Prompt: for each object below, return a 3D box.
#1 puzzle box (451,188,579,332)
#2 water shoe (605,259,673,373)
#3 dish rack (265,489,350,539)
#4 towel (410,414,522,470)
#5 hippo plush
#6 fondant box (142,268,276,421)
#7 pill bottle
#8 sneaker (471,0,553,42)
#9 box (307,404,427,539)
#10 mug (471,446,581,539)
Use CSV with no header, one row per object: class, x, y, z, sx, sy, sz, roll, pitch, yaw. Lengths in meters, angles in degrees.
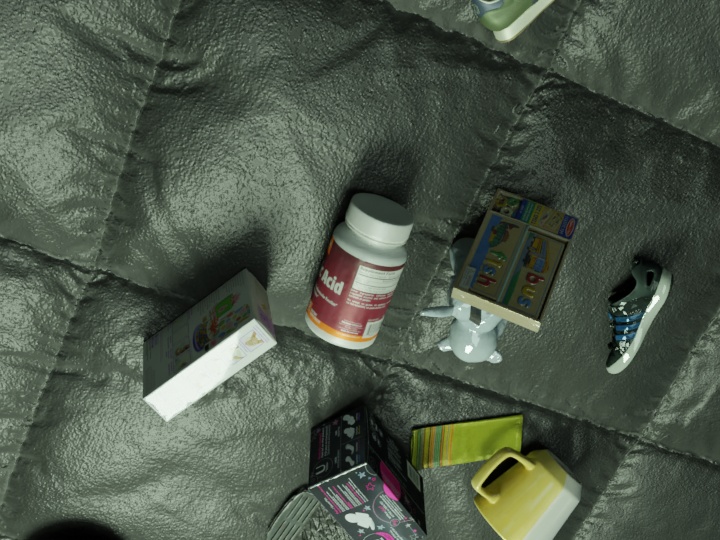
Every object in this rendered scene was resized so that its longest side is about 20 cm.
puzzle box,0.222,-0.018,1.410,0.131,0.202,0.026,21,146,9
water shoe,0.432,0.071,1.611,0.078,0.072,0.202,25,115,6
dish rack,-0.057,0.461,1.710,0.198,0.055,0.154,26,109,-24
towel,0.181,0.294,1.693,0.196,0.018,0.087,-6,120,-10
hippo plush,0.194,0.066,1.480,0.157,0.201,0.163,9,133,18
fondant box,-0.220,0.104,1.423,0.199,0.145,0.058,-36,120,9
pill bottle,0.000,0.000,1.434,0.112,0.115,0.203,12,115,-19
sneaker,0.225,-0.398,1.292,0.089,0.067,0.200,34,110,-32
box,0.011,0.344,1.609,0.113,0.133,0.201,-25,122,16
mug,0.291,0.387,1.692,0.153,0.150,0.186,-46,150,5
